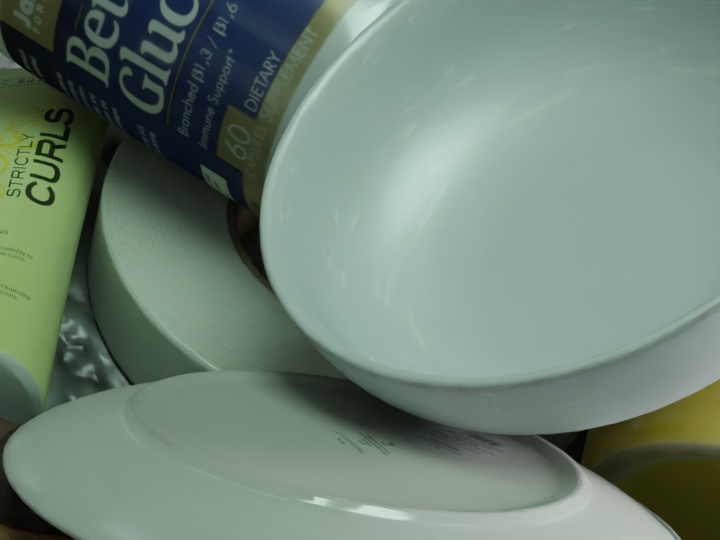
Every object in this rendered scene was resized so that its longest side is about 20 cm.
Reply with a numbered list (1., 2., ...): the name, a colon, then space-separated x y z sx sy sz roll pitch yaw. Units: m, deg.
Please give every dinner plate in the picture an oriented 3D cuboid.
1. dinner plate: -0.002 0.058 0.728 0.200 0.024 0.200 11 12 -2

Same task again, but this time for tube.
1. tube: -0.129 -0.018 0.904 0.058 0.052 0.200 30 33 -20

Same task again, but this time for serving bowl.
1. serving bowl: 0.071 -0.024 0.782 0.200 0.066 0.200 -17 43 16

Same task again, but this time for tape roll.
1. tape roll: 0.000 0.000 0.936 0.203 0.037 0.203 9 41 -8

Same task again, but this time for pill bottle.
1. pill bottle: -0.070 -0.105 0.916 0.200 0.111 0.111 32 42 18

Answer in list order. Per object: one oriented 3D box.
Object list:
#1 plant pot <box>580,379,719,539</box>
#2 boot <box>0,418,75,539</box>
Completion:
1. plant pot: 0.165 0.028 0.855 0.201 0.201 0.189 24 55 8
2. boot: -0.062 0.086 0.771 0.166 0.072 0.200 0 20 -26
